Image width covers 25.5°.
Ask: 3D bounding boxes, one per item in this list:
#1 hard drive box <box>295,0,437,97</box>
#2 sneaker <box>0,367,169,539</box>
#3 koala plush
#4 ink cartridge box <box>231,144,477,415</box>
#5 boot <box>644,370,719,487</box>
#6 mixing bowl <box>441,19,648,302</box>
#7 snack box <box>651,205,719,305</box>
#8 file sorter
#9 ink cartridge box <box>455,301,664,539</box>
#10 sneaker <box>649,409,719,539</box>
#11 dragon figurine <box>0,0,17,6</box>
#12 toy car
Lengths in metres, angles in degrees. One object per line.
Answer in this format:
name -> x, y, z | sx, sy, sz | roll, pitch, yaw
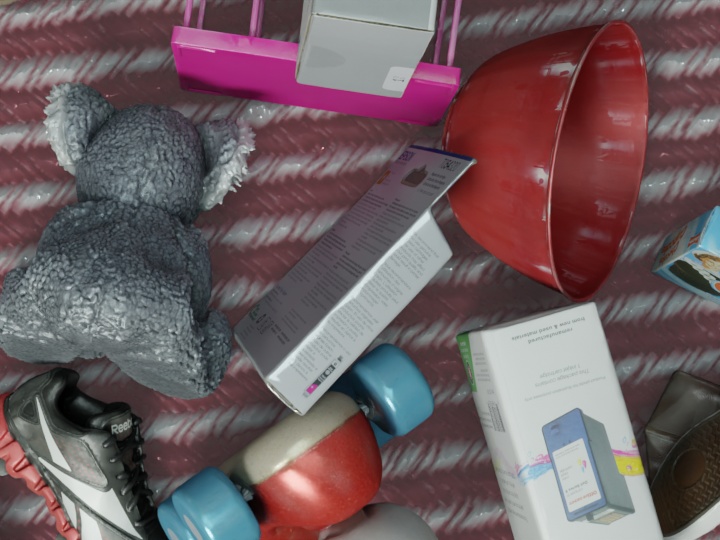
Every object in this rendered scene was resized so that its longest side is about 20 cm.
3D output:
hard drive box -> 0.010, -0.230, 1.014 | 0.076, 0.156, 0.201 | 8, 82, -5
sneaker -> -0.185, 0.152, 1.149 | 0.098, 0.071, 0.201 | -40, 89, 17
koala plush -> -0.161, -0.032, 1.131 | 0.176, 0.184, 0.201 | 14, 74, -3
ink cartridge box -> 0.000, 0.000, 1.111 | 0.200, 0.196, 0.043 | -45, 102, -2
boot -> 0.295, 0.185, 1.189 | 0.199, 0.064, 0.187 | 14, 79, -3
mixing bowl -> 0.126, -0.084, 1.147 | 0.108, 0.200, 0.201 | 10, 86, 27
snack box -> 0.325, 0.021, 1.170 | 0.199, 0.116, 0.037 | 26, 78, -1
file sorter -> -0.027, -0.192, 1.154 | 0.199, 0.139, 0.126 | 8, 83, -3
ink cartridge box -> 0.142, 0.130, 1.140 | 0.087, 0.145, 0.201 | -14, 87, -5
sneaker -> 0.293, 0.129, 1.138 | 0.085, 0.073, 0.200 | 36, 101, -34
dragon figurine -> -0.207, -0.261, 1.184 | 0.199, 0.059, 0.100 | -19, 88, -5
toy car -> -0.008, 0.190, 1.102 | 0.184, 0.177, 0.200 | -33, 86, -20
